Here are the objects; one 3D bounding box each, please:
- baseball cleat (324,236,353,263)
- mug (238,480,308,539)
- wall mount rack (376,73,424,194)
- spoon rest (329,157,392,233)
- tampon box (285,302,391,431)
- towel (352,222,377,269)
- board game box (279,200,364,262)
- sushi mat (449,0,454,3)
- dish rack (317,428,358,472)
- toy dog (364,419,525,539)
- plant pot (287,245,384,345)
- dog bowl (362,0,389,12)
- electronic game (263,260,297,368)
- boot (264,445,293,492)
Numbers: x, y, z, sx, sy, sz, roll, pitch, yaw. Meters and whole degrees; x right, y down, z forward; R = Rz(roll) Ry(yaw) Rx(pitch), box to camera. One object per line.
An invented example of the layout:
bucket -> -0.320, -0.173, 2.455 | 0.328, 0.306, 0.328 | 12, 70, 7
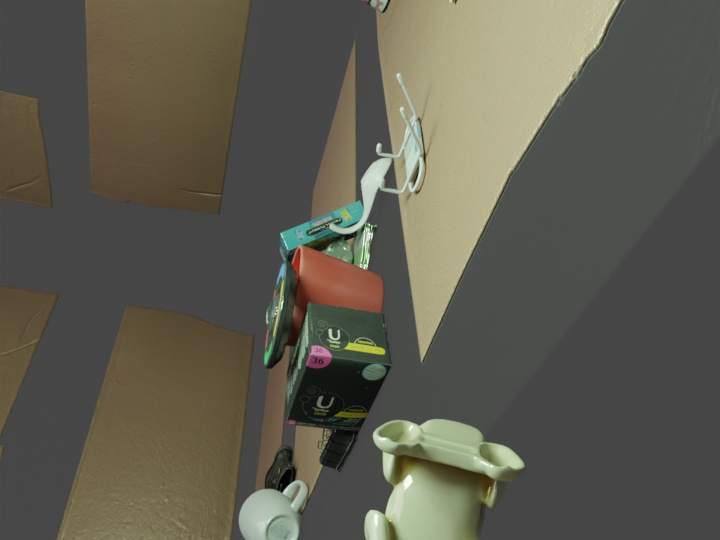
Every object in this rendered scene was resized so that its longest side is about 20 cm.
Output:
baseball cleat -> -0.057, 0.024, 1.511 | 0.107, 0.069, 0.201 | 111, 165, -51
mug -> -0.205, 0.623, 1.667 | 0.200, 0.148, 0.175 | -51, 11, -20
wall mount rack -> 0.078, -0.243, 1.190 | 0.201, 0.074, 0.175 | -92, 17, -46
spoon rest -> 0.012, -0.160, 1.436 | 0.201, 0.060, 0.099 | -54, 10, 8
tampon box -> -0.046, 0.180, 1.205 | 0.127, 0.148, 0.201 | -97, 21, -47
towel -> 0.000, 0.000, 1.490 | 0.149, 0.030, 0.202 | 155, 123, -79
board game box -> -0.091, -0.085, 1.550 | 0.047, 0.199, 0.151 | 65, 168, 8
sushi mat -> 0.184, -0.571, 1.128 | 0.096, 0.012, 0.201 | -95, 20, -52
dish rack -> -0.045, 0.292, 1.360 | 0.154, 0.054, 0.201 | 114, 165, -44
toy dog -> 0.063, 0.256, 0.649 | 0.194, 0.138, 0.202 | -13, -66, -88
plant pot -> -0.056, 0.064, 1.306 | 0.200, 0.176, 0.202 | -169, 90, -79
dog bowl -> 0.056, -0.850, 1.879 | 0.200, 0.073, 0.202 | -169, 90, -79
electronic game -> -0.153, 0.081, 1.219 | 0.200, 0.041, 0.202 | -170, 90, -78
boot -> -0.245, 0.641, 1.984 | 0.174, 0.069, 0.202 | -122, 46, -75
